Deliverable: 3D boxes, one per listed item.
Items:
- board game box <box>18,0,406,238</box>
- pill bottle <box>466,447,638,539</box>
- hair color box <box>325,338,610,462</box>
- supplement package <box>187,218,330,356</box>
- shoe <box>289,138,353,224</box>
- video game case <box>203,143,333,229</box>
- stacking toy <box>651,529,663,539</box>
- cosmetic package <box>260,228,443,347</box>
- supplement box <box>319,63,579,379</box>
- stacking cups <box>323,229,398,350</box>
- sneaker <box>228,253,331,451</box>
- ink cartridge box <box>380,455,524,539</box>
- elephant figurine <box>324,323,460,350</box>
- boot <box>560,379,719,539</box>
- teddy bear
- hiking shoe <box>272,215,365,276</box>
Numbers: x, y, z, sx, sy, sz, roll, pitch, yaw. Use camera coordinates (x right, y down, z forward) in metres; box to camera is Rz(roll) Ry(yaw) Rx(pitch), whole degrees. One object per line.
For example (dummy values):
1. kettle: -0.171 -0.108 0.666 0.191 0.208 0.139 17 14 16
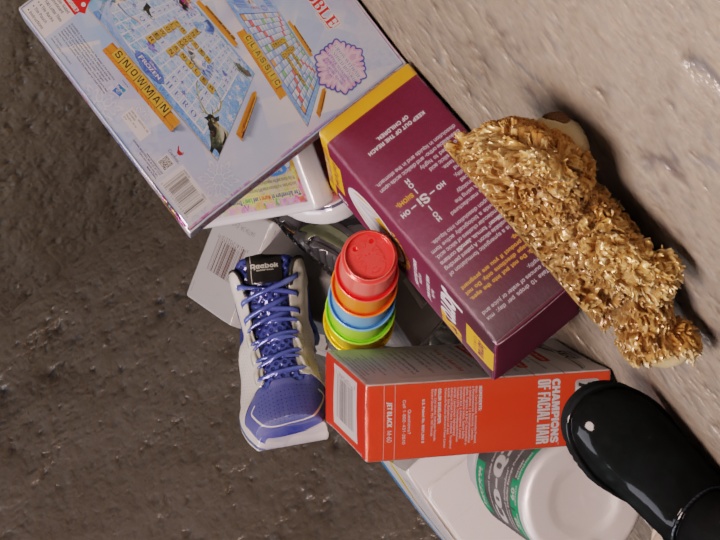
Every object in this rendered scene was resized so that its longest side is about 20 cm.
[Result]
1. board game box: -0.104 -0.163 1.086 0.201 0.199 0.041 53 173 0
2. pill bottle: 0.169 0.190 1.383 0.113 0.113 0.200 53 172 -10
3. hair color box: 0.082 0.098 1.181 0.111 0.198 0.065 -148 57 -70
4. supplement package: -0.061 0.016 1.618 0.199 0.118 0.117 20 -177 -35
5. shoe: -0.071 -0.121 1.240 0.200 0.071 0.091 46 164 41
6. video game case: -0.110 -0.128 1.214 0.199 0.024 0.184 -6 108 57
7. stacking toy: 0.296 0.298 1.204 0.199 0.147 0.146 30 166 15
8. cosmetic package: 0.000 0.000 1.365 0.199 0.107 0.090 6 137 56
9. supplement box: 0.065 -0.032 1.088 0.200 0.085 0.110 50 172 16
10. stacking cups: 0.005 0.020 1.149 0.061 0.060 0.200 51 169 8
11. sneaker: -0.076 0.053 1.275 0.200 0.080 0.116 -100 -3 -58
12. ink cartridge box: 0.125 0.215 1.642 0.145 0.147 0.200 53 173 -6
13. elephant figurine: 0.049 0.066 1.525 0.200 0.141 0.156 43 -144 -42
14. boot: 0.234 0.166 1.031 0.198 0.073 0.162 47 177 -17
15. teddy bear: 0.132 -0.021 0.874 0.200 0.067 0.145 48 -177 -15
16. hiking shoe: -0.027 -0.066 1.326 0.076 0.101 0.200 50 176 -38
